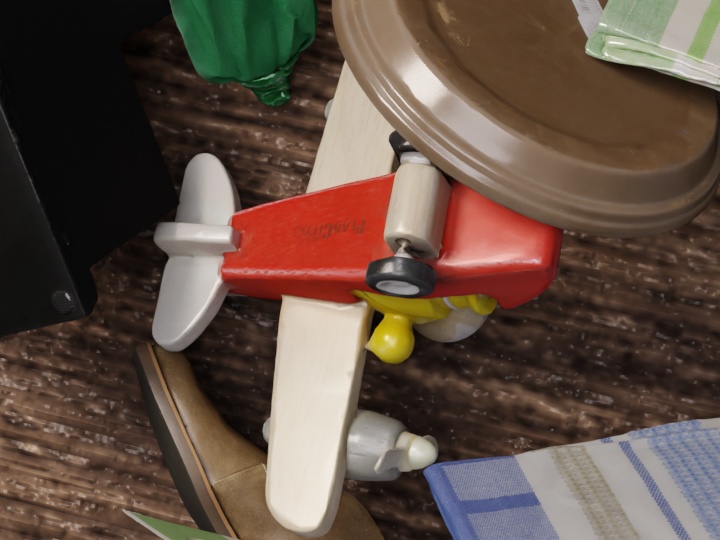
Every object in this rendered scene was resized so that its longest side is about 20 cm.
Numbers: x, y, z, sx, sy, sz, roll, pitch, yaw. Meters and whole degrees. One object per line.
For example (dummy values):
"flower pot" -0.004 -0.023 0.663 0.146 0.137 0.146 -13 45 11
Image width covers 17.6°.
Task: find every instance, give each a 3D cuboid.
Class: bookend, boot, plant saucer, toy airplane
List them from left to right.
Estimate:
"bookend" -0.149 -0.099 1.104 0.092 0.200 0.199 -12 106 32
"boot" -0.043 0.114 1.130 0.075 0.074 0.200 -30 89 -8
"toy airplane" 0.000 0.000 1.099 0.200 0.141 0.199 -50 45 15
"plant saucer" 0.082 -0.096 1.055 0.200 0.200 0.030 39 128 10

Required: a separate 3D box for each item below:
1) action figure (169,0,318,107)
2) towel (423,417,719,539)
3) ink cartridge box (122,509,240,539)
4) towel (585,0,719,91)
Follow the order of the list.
"action figure" -0.063 -0.157 1.096 0.118 0.200 0.055 -24 41 -11
"towel" 0.140 0.116 1.030 0.199 0.147 0.024 -7 119 -14
"ink cartridge box" 0.001 0.160 1.023 0.199 0.145 0.048 14 90 -23
"towel" 0.219 -0.111 1.069 0.199 0.023 0.153 22 48 11
